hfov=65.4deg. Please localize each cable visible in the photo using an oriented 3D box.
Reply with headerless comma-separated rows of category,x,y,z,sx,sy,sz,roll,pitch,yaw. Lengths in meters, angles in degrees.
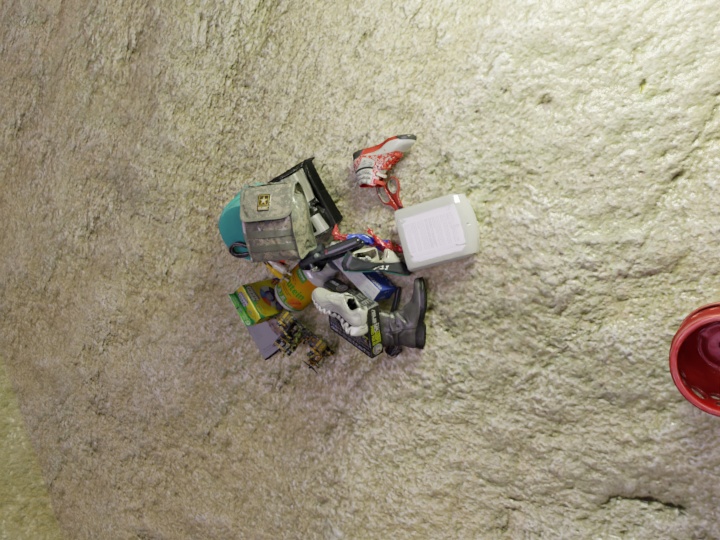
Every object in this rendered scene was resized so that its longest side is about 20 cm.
cable,-0.276,-0.044,1.578,0.199,0.050,0.097,21,119,-1

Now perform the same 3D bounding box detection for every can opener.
can opener,-0.082,-0.047,1.492,0.199,0.063,0.079,-19,80,29

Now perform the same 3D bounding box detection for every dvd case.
dvd case,-0.307,0.168,1.794,0.143,0.018,0.201,-38,77,30

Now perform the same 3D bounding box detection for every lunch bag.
lunch bag,-0.220,-0.131,1.459,0.163,0.118,0.201,-3,110,23

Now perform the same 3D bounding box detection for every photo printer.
photo printer,0.198,-0.099,1.421,0.199,0.069,0.167,-16,89,27

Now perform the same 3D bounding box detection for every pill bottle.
pill bottle,-0.148,0.025,1.625,0.200,0.111,0.111,-41,76,28

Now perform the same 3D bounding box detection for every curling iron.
curling iron,0.097,0.144,1.548,0.049,0.026,0.201,5,95,9

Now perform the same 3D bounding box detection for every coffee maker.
coffee maker,-0.137,-0.202,1.570,0.134,0.192,0.201,-11,113,51

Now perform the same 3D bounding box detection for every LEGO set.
LEGO set,-0.187,0.221,1.647,0.200,0.154,0.116,39,80,9

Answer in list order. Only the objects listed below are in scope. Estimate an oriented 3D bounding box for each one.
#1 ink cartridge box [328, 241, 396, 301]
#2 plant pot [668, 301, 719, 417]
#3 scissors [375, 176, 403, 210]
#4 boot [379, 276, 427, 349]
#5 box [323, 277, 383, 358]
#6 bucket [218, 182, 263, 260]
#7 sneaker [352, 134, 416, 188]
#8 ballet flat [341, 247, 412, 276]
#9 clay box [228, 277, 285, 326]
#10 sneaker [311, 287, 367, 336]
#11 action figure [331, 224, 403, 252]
ink cartridge box,0.000,0.000,1.537,0.200,0.094,0.044,46,116,22
plant pot,0.714,0.165,1.089,0.199,0.182,0.202,4,98,30
scissors,0.104,-0.159,1.508,0.073,0.014,0.201,-28,83,28
boot,0.109,0.114,1.491,0.131,0.070,0.201,4,98,14
box,-0.020,0.128,1.534,0.200,0.044,0.161,29,134,46
bucket,-0.305,-0.138,1.638,0.206,0.135,0.208,6,122,11
sneaker,0.068,-0.280,1.473,0.201,0.067,0.109,-12,81,37
ballet flat,0.048,-0.024,1.469,0.073,0.199,0.074,-176,90,-72
clay box,-0.288,0.091,1.666,0.048,0.200,0.115,-38,78,29
sneaker,-0.050,0.087,1.446,0.200,0.075,0.081,33,126,36
action figure,0.025,-0.082,1.525,0.199,0.065,0.052,18,72,9
